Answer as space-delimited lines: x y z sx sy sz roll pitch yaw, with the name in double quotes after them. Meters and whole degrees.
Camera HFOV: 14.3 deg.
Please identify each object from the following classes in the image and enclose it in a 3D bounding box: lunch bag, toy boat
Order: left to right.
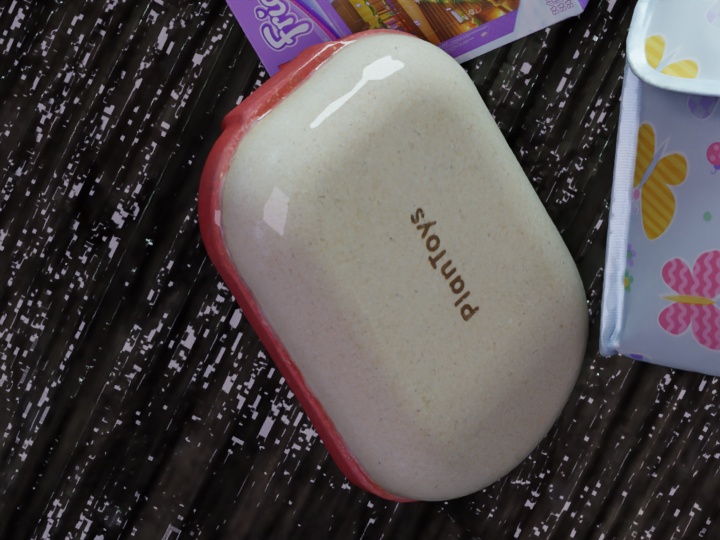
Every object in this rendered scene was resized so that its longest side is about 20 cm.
0.000 0.000 1.181 0.130 0.131 0.200 -41 116 -23 "toy boat"
0.191 -0.054 1.120 0.169 0.127 0.200 11 99 27 "lunch bag"

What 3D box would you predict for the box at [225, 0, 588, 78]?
-0.011 -0.169 1.155 0.137 0.039 0.200 -21 110 25 "box"
